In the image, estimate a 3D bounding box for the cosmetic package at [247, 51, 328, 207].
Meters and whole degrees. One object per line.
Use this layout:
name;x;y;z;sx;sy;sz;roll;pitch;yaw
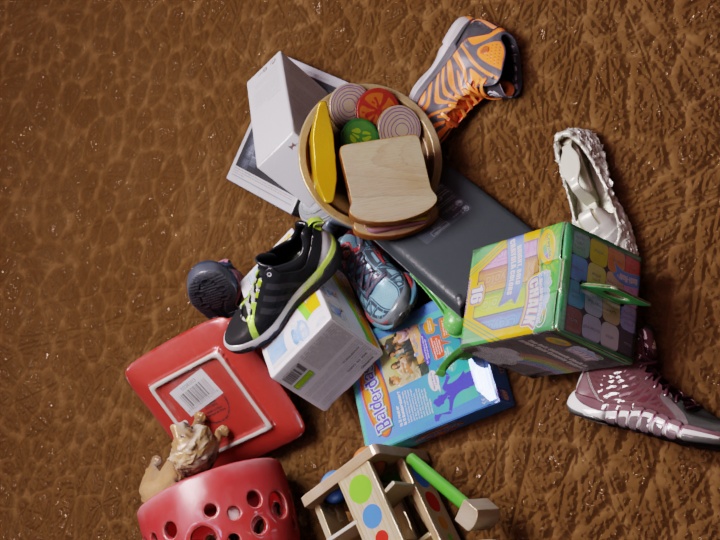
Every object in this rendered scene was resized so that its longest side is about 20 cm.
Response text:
cosmetic package;-0.088;-0.190;1.471;0.071;0.101;0.202;-38;36;21

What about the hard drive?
hard drive;0.110;-0.046;1.363;0.139;0.033;0.200;-37;53;-15

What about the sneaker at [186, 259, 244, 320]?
sneaker;-0.195;0.015;1.513;0.069;0.201;0.084;-11;67;2

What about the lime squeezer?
lime squeezer;0.102;0.070;1.307;0.201;0.069;0.038;-100;20;-55

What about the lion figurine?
lion figurine;-0.237;0.255;1.424;0.072;0.123;0.201;34;122;-3

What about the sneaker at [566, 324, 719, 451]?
sneaker;0.319;0.119;1.184;0.197;0.075;0.118;11;82;38

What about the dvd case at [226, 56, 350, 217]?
dvd case;-0.102;-0.197;1.602;0.149;0.025;0.203;28;96;37

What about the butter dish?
butter dish;-0.180;0.146;1.507;0.198;0.148;0.201;-27;107;27

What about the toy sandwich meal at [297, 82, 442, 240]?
toy sandwich meal;0.016;-0.138;1.346;0.201;0.070;0.210;2;78;-10

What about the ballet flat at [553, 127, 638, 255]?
ballet flat;0.263;-0.076;1.279;0.071;0.071;0.203;-27;65;28

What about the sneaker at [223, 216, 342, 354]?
sneaker;-0.110;0.011;1.351;0.200;0.083;0.072;-46;37;8

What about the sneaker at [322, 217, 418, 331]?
sneaker;0.000;0.000;1.406;0.080;0.095;0.201;-50;38;12

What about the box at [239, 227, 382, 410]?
box;-0.068;0.059;1.423;0.112;0.101;0.201;-44;38;13

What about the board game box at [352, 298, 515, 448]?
board game box;0.081;0.127;1.372;0.198;0.045;0.155;-26;64;28

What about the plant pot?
plant pot;-0.166;0.360;1.406;0.199;0.199;0.185;-30;71;26

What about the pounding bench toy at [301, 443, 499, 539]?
pounding bench toy;0.055;0.274;1.305;0.199;0.123;0.158;-39;58;22

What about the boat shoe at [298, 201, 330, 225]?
boat shoe;-0.024;-0.143;1.501;0.201;0.071;0.071;-44;57;19

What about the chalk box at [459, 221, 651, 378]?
chalk box;0.221;0.032;1.199;0.199;0.123;0.126;-18;56;52

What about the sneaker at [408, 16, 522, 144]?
sneaker;0.132;-0.221;1.403;0.111;0.077;0.203;28;95;38
